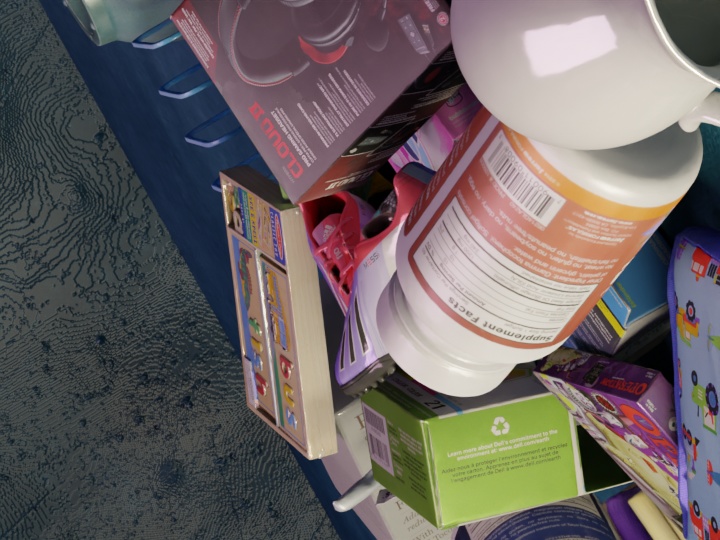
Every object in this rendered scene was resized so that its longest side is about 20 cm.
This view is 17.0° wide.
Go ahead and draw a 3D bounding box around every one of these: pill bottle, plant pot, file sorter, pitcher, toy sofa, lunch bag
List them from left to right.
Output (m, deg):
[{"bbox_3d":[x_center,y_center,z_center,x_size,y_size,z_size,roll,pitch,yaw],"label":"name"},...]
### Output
[{"bbox_3d":[-0.207,-0.282,2.134,0.201,0.134,0.200,56,170,15],"label":"plant pot"},{"bbox_3d":[-0.108,-0.176,1.995,0.201,0.122,0.139,62,169,-13],"label":"file sorter"},{"bbox_3d":[0.087,-0.024,1.279,0.112,0.112,0.200,55,137,20],"label":"pill bottle"},{"bbox_3d":[0.120,0.199,1.572,0.111,0.111,0.200,63,-179,-26],"label":"pill bottle"},{"bbox_3d":[0.199,0.188,1.641,0.083,0.097,0.200,57,171,5],"label":"toy sofa"},{"bbox_3d":[0.137,-0.100,1.085,0.172,0.121,0.200,46,163,-17],"label":"pitcher"},{"bbox_3d":[0.219,0.072,1.268,0.151,0.094,0.201,-136,27,-65],"label":"lunch bag"}]

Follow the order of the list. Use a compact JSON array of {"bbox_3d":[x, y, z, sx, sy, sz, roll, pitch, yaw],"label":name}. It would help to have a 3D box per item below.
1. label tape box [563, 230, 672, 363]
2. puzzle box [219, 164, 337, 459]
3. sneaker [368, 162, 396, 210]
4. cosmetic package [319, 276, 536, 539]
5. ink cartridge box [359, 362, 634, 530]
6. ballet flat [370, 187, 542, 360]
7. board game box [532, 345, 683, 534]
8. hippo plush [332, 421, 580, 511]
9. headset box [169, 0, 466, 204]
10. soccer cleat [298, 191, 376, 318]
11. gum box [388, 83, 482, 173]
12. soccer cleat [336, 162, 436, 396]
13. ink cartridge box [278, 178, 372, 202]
[{"bbox_3d":[0.133,-0.022,1.435,0.145,0.063,0.200,56,170,12],"label":"label tape box"},{"bbox_3d":[-0.063,0.031,1.829,0.133,0.025,0.201,-149,49,-62],"label":"puzzle box"},{"bbox_3d":[-0.001,-0.075,1.849,0.200,0.070,0.090,46,-167,-2],"label":"sneaker"},{"bbox_3d":[0.047,0.105,1.935,0.166,0.167,0.201,47,165,54],"label":"cosmetic package"},{"bbox_3d":[0.115,0.095,1.566,0.148,0.199,0.076,-153,52,-71],"label":"ink cartridge box"},{"bbox_3d":[0.083,0.015,1.568,0.200,0.072,0.072,33,180,-21],"label":"ballet flat"},{"bbox_3d":[0.200,0.125,1.453,0.200,0.032,0.120,46,162,-23],"label":"board game box"},{"bbox_3d":[0.082,0.070,1.748,0.159,0.199,0.162,2,-107,-65],"label":"hippo plush"},{"bbox_3d":[-0.014,-0.147,1.446,0.200,0.075,0.149,-43,74,38],"label":"headset box"},{"bbox_3d":[0.000,0.000,1.649,0.073,0.068,0.200,44,-171,-27],"label":"soccer cleat"},{"bbox_3d":[0.053,-0.106,1.568,0.114,0.066,0.200,55,170,17],"label":"gum box"},{"bbox_3d":[0.022,0.007,1.478,0.073,0.068,0.200,43,143,5],"label":"soccer cleat"},{"bbox_3d":[-0.026,-0.145,1.686,0.200,0.067,0.118,76,-157,-61],"label":"ink cartridge box"}]
